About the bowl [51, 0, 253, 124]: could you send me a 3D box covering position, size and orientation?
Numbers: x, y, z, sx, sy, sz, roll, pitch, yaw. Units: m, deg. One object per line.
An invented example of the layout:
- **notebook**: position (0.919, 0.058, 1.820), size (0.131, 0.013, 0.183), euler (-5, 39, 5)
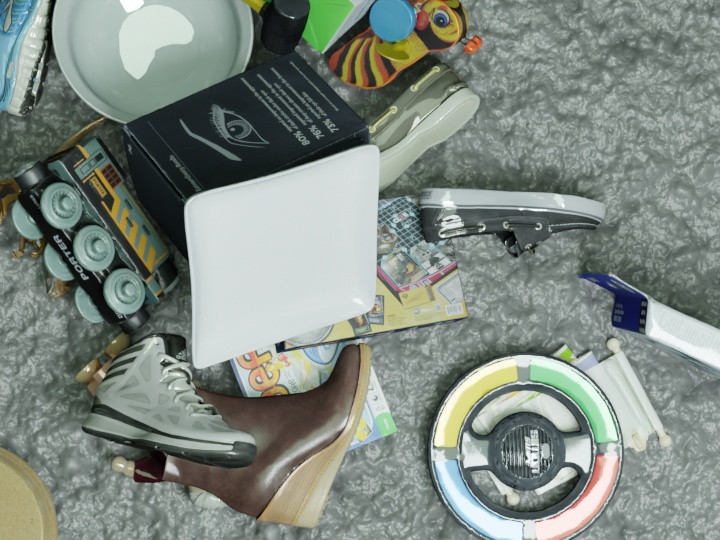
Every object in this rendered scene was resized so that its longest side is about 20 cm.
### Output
- **bowl**: position (-0.208, -0.235, 1.742), size (0.200, 0.090, 0.202), euler (0, 85, -3)

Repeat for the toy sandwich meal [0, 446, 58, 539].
- **toy sandwich meal**: position (-0.397, 0.268, 1.702), size (0.204, 0.070, 0.206), euler (1, 81, -6)

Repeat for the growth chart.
- **growth chart**: position (0.204, 0.150, 1.767), size (0.199, 0.018, 0.145), euler (-22, 86, -5)

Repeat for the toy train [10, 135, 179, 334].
- **toy train**: position (-0.259, -0.037, 1.705), size (0.114, 0.085, 0.200), euler (-47, 110, -37)

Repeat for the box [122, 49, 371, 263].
- **box**: position (-0.107, -0.103, 1.663), size (0.200, 0.105, 0.148), euler (-26, 49, -18)

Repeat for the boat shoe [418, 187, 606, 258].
- **boat shoe**: position (0.155, -0.046, 1.744), size (0.199, 0.070, 0.067), euler (3, 88, -20)

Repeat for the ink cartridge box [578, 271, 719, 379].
- **ink cartridge box**: position (0.310, 0.062, 1.689), size (0.200, 0.200, 0.041), euler (26, 90, 0)

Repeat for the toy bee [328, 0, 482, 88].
- **toy bee**: position (0.061, -0.241, 1.725), size (0.109, 0.200, 0.131), euler (45, 51, 1)

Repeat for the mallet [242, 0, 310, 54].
- **mallet**: position (-0.135, -0.290, 1.670), size (0.200, 0.066, 0.041), euler (38, 57, -3)

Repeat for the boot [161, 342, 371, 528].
- **boot**: position (-0.089, 0.142, 1.683), size (0.166, 0.072, 0.201), euler (22, 85, -5)

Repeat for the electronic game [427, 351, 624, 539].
- **electronic game**: position (0.167, 0.183, 1.734), size (0.199, 0.042, 0.201), euler (0, 85, -1)

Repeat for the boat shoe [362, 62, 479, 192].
- **boat shoe**: position (0.027, -0.134, 1.758), size (0.201, 0.072, 0.060), euler (-37, 70, -1)

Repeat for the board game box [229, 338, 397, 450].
- **board game box**: position (-0.061, 0.096, 1.748), size (0.135, 0.034, 0.201), euler (-22, 86, -5)

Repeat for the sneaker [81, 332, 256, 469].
- **sneaker**: position (-0.174, 0.118, 1.632), size (0.200, 0.076, 0.116), euler (9, 78, 34)

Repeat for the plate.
- **plate**: position (-0.076, -0.018, 1.614), size (0.199, 0.200, 0.032), euler (-18, 41, -23)

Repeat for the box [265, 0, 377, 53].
- **box**: position (-0.044, -0.351, 1.723), size (0.200, 0.097, 0.176), euler (45, 56, 0)

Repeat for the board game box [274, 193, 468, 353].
- **board game box**: position (0.000, 0.000, 1.730), size (0.199, 0.035, 0.136), euler (-9, 83, -21)

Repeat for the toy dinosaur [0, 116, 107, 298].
- **toy dinosaur**: position (-0.321, -0.072, 1.749), size (0.106, 0.060, 0.201), euler (10, 82, -31)

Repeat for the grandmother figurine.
- **grandmother figurine**: position (-0.199, 0.164, 1.725), size (0.121, 0.061, 0.200), euler (-44, 86, 3)

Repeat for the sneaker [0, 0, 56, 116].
- **sneaker**: position (-0.354, -0.263, 1.745), size (0.090, 0.078, 0.201), euler (14, 84, 2)
